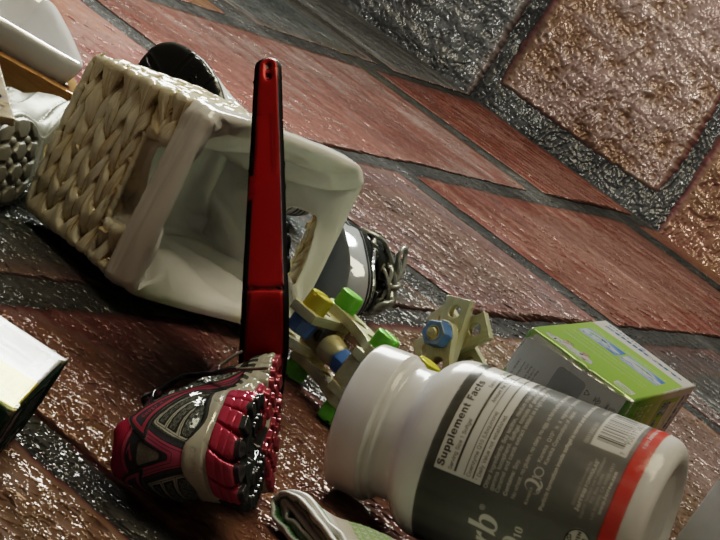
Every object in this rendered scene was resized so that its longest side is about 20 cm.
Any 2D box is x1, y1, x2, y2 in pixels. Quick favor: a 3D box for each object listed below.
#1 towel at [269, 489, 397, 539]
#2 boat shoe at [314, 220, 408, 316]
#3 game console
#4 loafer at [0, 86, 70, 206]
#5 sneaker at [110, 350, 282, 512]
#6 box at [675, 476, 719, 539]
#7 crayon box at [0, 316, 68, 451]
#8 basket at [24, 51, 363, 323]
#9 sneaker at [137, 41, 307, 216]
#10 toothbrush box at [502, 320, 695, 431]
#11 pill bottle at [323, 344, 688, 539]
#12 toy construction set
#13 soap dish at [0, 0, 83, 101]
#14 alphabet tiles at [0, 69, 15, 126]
[{"bbox_3d":[0.053,0.190,1.420,0.200,0.031,0.149,24,15,-40],"label":"towel"},{"bbox_3d":[-0.001,0.003,1.967,0.068,0.074,0.199,17,5,-10],"label":"boat shoe"},{"bbox_3d":[-0.057,-0.015,1.530,0.031,0.177,0.200,3,-17,-3],"label":"game console"},{"bbox_3d":[-0.248,-0.087,1.682,0.070,0.070,0.200,17,10,8],"label":"loafer"},{"bbox_3d":[-0.084,0.084,1.375,0.074,0.081,0.200,4,0,6],"label":"sneaker"},{"bbox_3d":[0.288,0.234,1.584,0.200,0.152,0.106,28,13,-29],"label":"box"},{"bbox_3d":[-0.250,0.020,1.225,0.200,0.051,0.127,34,11,-1],"label":"crayon box"},{"bbox_3d":[-0.115,-0.053,1.710,0.123,0.136,0.200,30,7,33],"label":"basket"},{"bbox_3d":[-0.114,-0.112,2.191,0.201,0.076,0.115,48,7,25],"label":"sneaker"},{"bbox_3d":[0.132,0.116,1.662,0.086,0.146,0.200,36,10,14],"label":"toothbrush box"},{"bbox_3d":[0.087,0.122,1.512,0.200,0.116,0.116,20,7,18],"label":"pill bottle"},{"bbox_3d":[0.023,0.069,1.728,0.200,0.092,0.131,3,30,-49],"label":"toy construction set"},{"bbox_3d":[-0.297,-0.179,1.878,0.157,0.081,0.200,29,12,-23],"label":"soap dish"},{"bbox_3d":[-0.330,-0.139,1.636,0.199,0.008,0.167,11,18,-17],"label":"alphabet tiles"}]
